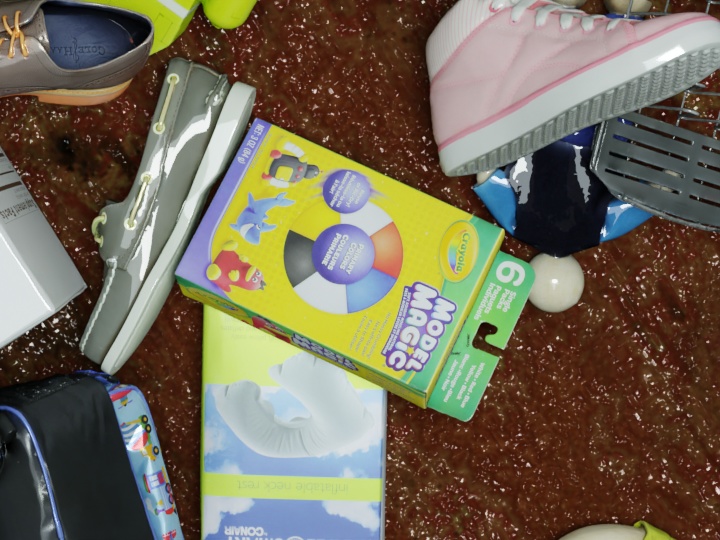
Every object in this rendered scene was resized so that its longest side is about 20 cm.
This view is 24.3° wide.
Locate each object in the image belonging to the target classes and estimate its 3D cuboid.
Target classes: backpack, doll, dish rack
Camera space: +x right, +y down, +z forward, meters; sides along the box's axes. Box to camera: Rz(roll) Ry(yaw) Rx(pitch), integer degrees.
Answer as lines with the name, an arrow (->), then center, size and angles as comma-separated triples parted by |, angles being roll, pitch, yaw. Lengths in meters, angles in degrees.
backpack -> -0.228, 0.163, 1.054 | 0.198, 0.134, 0.185 | -14, 97, 32
doll -> 0.137, -0.072, 1.050 | 0.135, 0.048, 0.202 | 10, 98, 2
dish rack -> 0.222, -0.126, 1.010 | 0.152, 0.054, 0.202 | 15, 91, -18

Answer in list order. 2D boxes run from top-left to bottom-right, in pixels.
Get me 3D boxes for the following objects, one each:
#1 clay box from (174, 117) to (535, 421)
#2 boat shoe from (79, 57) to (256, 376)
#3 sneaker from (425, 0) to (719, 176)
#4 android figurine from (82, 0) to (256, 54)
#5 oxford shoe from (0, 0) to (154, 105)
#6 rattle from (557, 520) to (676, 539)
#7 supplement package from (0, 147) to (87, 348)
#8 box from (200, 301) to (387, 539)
clay box -> 0.000, 0.000, 1.029 | 0.198, 0.048, 0.116 | 24, 75, 10
boat shoe -> -0.132, -0.034, 1.055 | 0.060, 0.072, 0.203 | 25, 92, 0
sneaker -> 0.113, -0.133, 0.966 | 0.199, 0.075, 0.106 | -22, 77, 41
android figurine -> -0.137, -0.216, 1.018 | 0.181, 0.041, 0.201 | 33, 120, -2
oxford shoe -> -0.213, -0.131, 0.956 | 0.198, 0.073, 0.072 | -10, 82, -31
rattle -> 0.137, 0.256, 1.057 | 0.198, 0.143, 0.131 | -26, 115, -1
supplement package -> -0.278, -0.036, 1.033 | 0.121, 0.120, 0.201 | -31, 96, 4
box -> -0.043, 0.112, 1.084 | 0.120, 0.048, 0.203 | 1, 98, 2
